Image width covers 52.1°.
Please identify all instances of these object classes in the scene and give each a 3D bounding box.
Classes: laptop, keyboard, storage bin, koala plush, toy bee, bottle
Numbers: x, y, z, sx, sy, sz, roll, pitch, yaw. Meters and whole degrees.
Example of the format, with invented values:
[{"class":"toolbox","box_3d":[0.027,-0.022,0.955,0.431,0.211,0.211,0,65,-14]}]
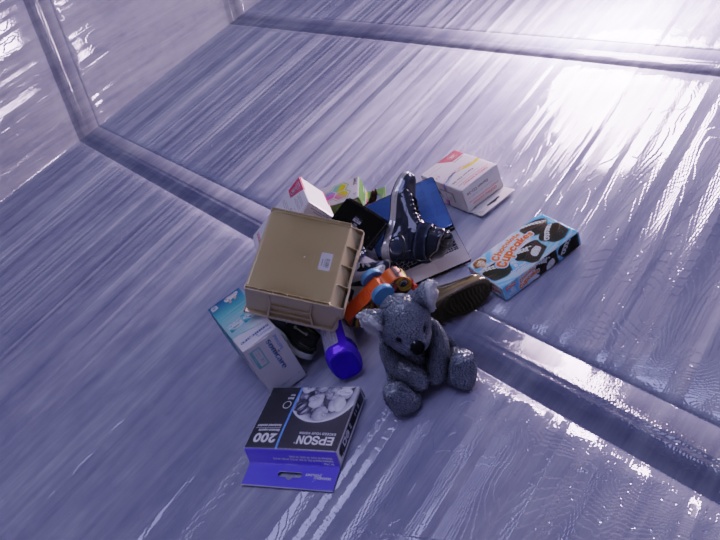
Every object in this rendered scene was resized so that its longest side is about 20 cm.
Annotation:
[{"class":"laptop","box_3d":[0.114,-0.078,1.613,0.187,0.116,0.200,-24,35,5]},{"class":"keyboard","box_3d":[-0.005,-0.089,1.635,0.104,0.040,0.200,-51,34,0]},{"class":"storage bin","box_3d":[-0.109,-0.004,1.448,0.197,0.094,0.201,12,57,3]},{"class":"koala plush","box_3d":[0.085,0.114,1.303,0.177,0.200,0.184,-25,40,3]},{"class":"toy bee","box_3d":[0.059,0.039,1.451,0.200,0.108,0.131,-36,51,33]},{"class":"bottle","box_3d":[-0.047,0.127,1.483,0.065,0.084,0.200,-25,36,4]}]

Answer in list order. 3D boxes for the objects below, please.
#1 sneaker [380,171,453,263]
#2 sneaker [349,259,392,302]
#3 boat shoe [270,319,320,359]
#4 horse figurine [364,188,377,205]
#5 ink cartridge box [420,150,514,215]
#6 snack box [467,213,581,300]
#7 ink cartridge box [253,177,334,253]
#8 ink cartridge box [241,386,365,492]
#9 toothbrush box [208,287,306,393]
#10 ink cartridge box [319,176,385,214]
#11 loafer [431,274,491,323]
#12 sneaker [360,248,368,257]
[{"class":"sneaker","box_3d":[0.132,-0.111,1.566,0.146,0.077,0.203,5,78,29]},{"class":"sneaker","box_3d":[0.000,0.000,1.556,0.129,0.080,0.199,-37,71,-19]},{"class":"boat shoe","box_3d":[-0.145,0.113,1.563,0.200,0.075,0.061,39,106,43]},{"class":"horse figurine","box_3d":[-0.035,-0.126,1.803,0.199,0.050,0.133,-32,1,1]},{"class":"ink cartridge box","box_3d":[0.251,-0.207,1.730,0.116,0.068,0.200,-38,37,-16]},{"class":"snack box","box_3d":[0.328,-0.031,1.483,0.200,0.037,0.116,-35,36,-12]},{"class":"ink cartridge box","box_3d":[-0.165,-0.103,1.783,0.200,0.084,0.145,-50,30,16]},{"class":"ink cartridge box","box_3d":[-0.109,0.300,1.340,0.197,0.043,0.200,-5,42,27]},{"class":"toothbrush box","box_3d":[-0.213,0.146,1.512,0.085,0.147,0.200,-37,37,-14]},{"class":"ink cartridge box","box_3d":[-0.037,-0.180,1.888,0.199,0.059,0.104,-16,35,14]},{"class":"loafer","box_3d":[0.160,0.058,1.446,0.199,0.076,0.068,-26,41,1]},{"class":"sneaker","box_3d":[-0.041,-0.042,1.705,0.085,0.077,0.200,-11,37,28]}]
